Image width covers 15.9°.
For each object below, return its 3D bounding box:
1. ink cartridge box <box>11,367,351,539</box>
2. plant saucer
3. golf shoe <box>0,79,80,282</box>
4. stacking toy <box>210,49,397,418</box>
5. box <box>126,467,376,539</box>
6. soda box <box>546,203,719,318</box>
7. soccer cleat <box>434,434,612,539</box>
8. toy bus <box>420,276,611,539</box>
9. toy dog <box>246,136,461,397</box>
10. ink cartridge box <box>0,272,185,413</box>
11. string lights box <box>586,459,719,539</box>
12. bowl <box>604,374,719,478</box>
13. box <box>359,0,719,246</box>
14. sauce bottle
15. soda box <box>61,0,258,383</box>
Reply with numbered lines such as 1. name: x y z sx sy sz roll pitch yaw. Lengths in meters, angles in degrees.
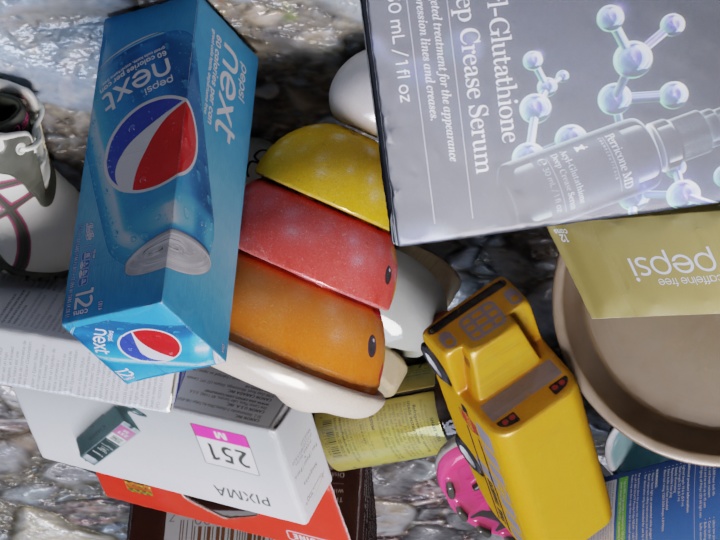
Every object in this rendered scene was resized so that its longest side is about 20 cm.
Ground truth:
1. ink cartridge box: -0.112 0.123 1.634 0.200 0.044 0.174 11 140 26
2. plant saucer: 0.212 0.016 1.506 0.200 0.200 0.029 -2 -169 10
3. golf shoe: -0.208 -0.058 1.497 0.088 0.077 0.200 -26 141 28
4. stacking toy: -0.022 -0.030 1.422 0.146 0.200 0.146 23 -177 -1
5. box: -0.075 0.213 1.858 0.166 0.164 0.200 1 150 3
6. soda box: 0.194 -0.022 1.298 0.200 0.068 0.064 -4 122 46
7. soccer cleat: 0.114 0.141 1.722 0.070 0.086 0.200 -32 135 25
8. toy bus: 0.096 0.092 1.556 0.065 0.078 0.200 -33 144 -9
9. toy dog: 0.000 0.000 1.540 0.096 0.132 0.200 5 169 46
10. ink cartridge box: -0.198 0.027 1.540 0.200 0.043 0.196 10 -167 0
11. string lights box: 0.217 0.170 1.605 0.200 0.103 0.059 -17 143 33
12. bowl: 0.255 0.073 1.638 0.200 0.105 0.201 3 149 2
13. box: 0.102 -0.110 1.249 0.200 0.107 0.149 -8 114 1
14. sauce bottle: 0.054 0.093 1.736 0.200 0.065 0.065 -10 148 20
15. soda box: -0.105 -0.045 1.376 0.064 0.200 0.068 -13 144 24
